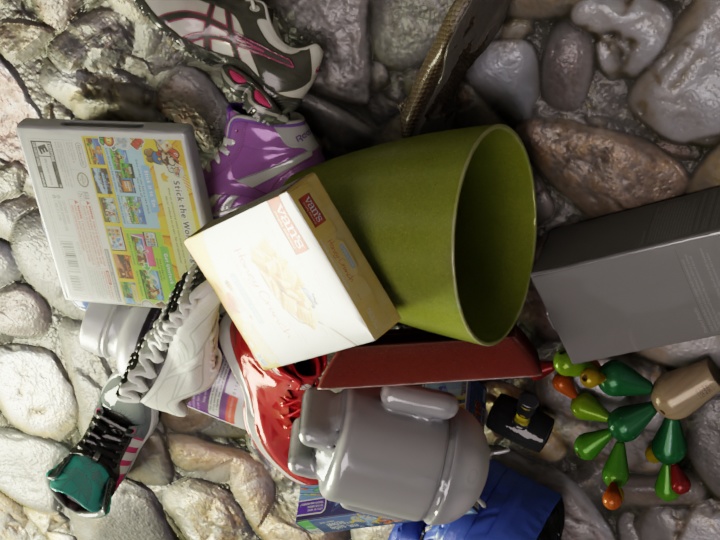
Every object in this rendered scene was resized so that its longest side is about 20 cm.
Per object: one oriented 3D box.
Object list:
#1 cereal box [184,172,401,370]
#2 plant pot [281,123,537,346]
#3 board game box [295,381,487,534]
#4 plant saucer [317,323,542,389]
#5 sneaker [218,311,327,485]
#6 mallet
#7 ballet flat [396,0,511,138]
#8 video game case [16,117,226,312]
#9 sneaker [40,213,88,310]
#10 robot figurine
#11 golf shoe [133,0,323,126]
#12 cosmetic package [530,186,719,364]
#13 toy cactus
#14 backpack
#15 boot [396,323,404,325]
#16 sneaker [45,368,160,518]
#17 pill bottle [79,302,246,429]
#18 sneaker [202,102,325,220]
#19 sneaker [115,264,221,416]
[{"bbox_3d":[-0.063,0.006,1.334,0.145,0.039,0.199,58,148,-7],"label":"cereal box"},{"bbox_3d":[0.030,-0.036,1.360,0.198,0.187,0.189,4,125,28],"label":"plant pot"},{"bbox_3d":[0.031,0.189,1.570,0.198,0.137,0.034,-12,145,31],"label":"board game box"},{"bbox_3d":[0.067,0.076,1.433,0.197,0.200,0.037,-3,93,6],"label":"plant saucer"},{"bbox_3d":[-0.065,0.129,1.489,0.201,0.078,0.115,61,158,-17],"label":"sneaker"},{"bbox_3d":[0.147,0.132,1.477,0.065,0.041,0.200,24,170,15],"label":"mallet"},{"bbox_3d":[0.076,-0.189,1.344,0.046,0.067,0.201,50,138,27],"label":"ballet flat"},{"bbox_3d":[-0.225,-0.052,1.485,0.180,0.023,0.202,4,124,20],"label":"video game case"},{"bbox_3d":[-0.297,-0.037,1.590,0.075,0.077,0.202,10,128,14],"label":"sneaker"},{"bbox_3d":[0.035,0.169,1.433,0.198,0.114,0.171,15,133,-8],"label":"robot figurine"},{"bbox_3d":[-0.124,-0.220,1.405,0.199,0.077,0.088,40,98,3],"label":"golf shoe"},{"bbox_3d":[0.264,0.004,1.378,0.198,0.090,0.108,-11,118,32],"label":"cosmetic package"},{"bbox_3d":[0.266,0.137,1.474,0.164,0.102,0.201,-33,98,26],"label":"toy cactus"},{"bbox_3d":[0.111,0.297,1.596,0.167,0.163,0.201,27,130,7],"label":"backpack"},{"bbox_3d":[0.000,0.000,1.483,0.198,0.067,0.175,-9,147,29],"label":"boot"},{"bbox_3d":[-0.293,0.205,1.728,0.083,0.121,0.201,27,129,3],"label":"sneaker"},{"bbox_3d":[-0.184,0.078,1.600,0.198,0.112,0.112,21,129,8],"label":"pill bottle"},{"bbox_3d":[-0.127,-0.103,1.485,0.198,0.073,0.115,-12,109,23],"label":"sneaker"},{"bbox_3d":[-0.163,0.068,1.487,0.080,0.076,0.200,29,131,-9],"label":"sneaker"}]
